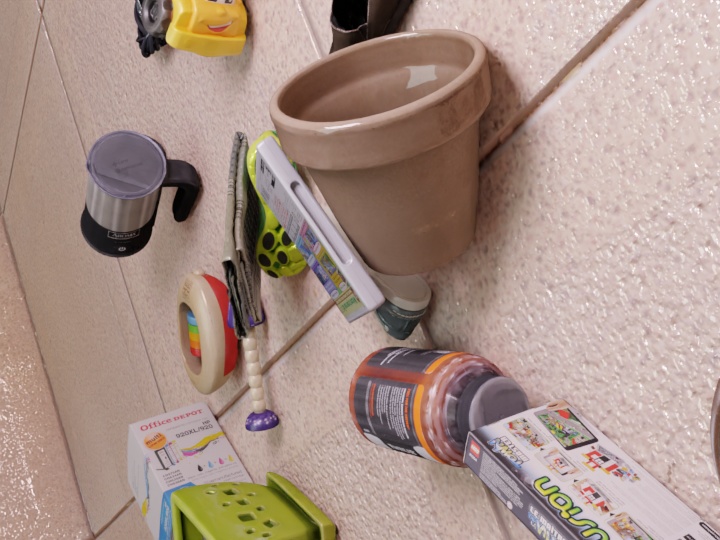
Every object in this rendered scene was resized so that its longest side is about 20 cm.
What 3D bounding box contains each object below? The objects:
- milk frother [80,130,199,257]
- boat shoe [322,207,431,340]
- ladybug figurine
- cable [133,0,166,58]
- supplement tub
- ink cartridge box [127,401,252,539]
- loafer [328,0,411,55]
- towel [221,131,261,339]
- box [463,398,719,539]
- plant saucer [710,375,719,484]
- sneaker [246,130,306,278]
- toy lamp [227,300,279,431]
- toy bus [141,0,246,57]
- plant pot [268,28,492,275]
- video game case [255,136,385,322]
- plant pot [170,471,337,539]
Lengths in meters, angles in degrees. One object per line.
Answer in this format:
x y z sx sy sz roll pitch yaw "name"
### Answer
-0.363 -0.160 1.532 0.202 0.178 0.189 60 151 15 "milk frother"
0.000 0.000 1.069 0.200 0.072 0.063 43 133 38 "boat shoe"
-0.233 0.092 1.509 0.135 0.071 0.203 32 128 51 "ladybug figurine"
-0.319 -0.419 1.483 0.200 0.050 0.166 -38 68 59 "cable"
0.076 0.132 0.951 0.199 0.105 0.109 -2 100 61 "supplement tub"
-0.289 0.352 1.633 0.200 0.145 0.146 49 140 39 "ink cartridge box"
-0.005 -0.249 0.979 0.074 0.070 0.201 59 146 28 "loafer"
-0.144 -0.040 1.232 0.194 0.034 0.203 92 179 -58 "towel"
0.184 0.185 0.781 0.200 0.109 0.035 43 136 46 "box"
0.302 0.130 0.634 0.200 0.032 0.204 33 130 52 "plant saucer"
-0.099 -0.082 1.229 0.084 0.073 0.203 -87 -4 -58 "sneaker"
-0.156 0.128 1.407 0.058 0.057 0.204 7 107 59 "toy lamp"
-0.201 -0.399 1.230 0.193 0.134 0.201 -53 57 34 "toy bus"
0.036 -0.098 0.884 0.199 0.199 0.177 28 143 53 "plant pot"
-0.046 -0.033 0.973 0.183 0.022 0.200 55 171 1 "video game case"
-0.140 0.407 1.361 0.199 0.179 0.203 26 123 54 "plant pot"
